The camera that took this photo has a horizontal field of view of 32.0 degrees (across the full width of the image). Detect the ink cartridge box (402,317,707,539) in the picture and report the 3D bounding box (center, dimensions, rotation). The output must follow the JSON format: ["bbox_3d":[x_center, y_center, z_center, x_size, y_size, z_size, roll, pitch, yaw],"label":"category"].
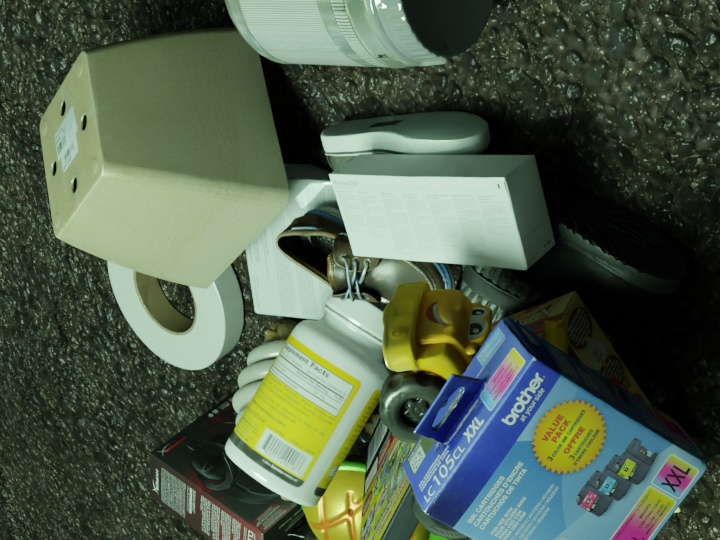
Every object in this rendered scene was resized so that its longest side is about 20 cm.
[{"bbox_3d":[0.124,0.130,0.888,0.199,0.076,0.137,31,101,-19],"label":"ink cartridge box"}]

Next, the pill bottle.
[{"bbox_3d":[-0.039,0.120,1.239,0.111,0.111,0.202,31,89,24],"label":"pill bottle"}]

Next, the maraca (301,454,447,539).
[{"bbox_3d":[0.028,0.271,1.370,0.198,0.108,0.138,23,133,0],"label":"maraca"}]

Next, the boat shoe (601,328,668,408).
[{"bbox_3d":[0.197,0.141,1.156,0.091,0.071,0.201,41,139,8],"label":"boat shoe"}]

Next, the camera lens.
[{"bbox_3d":[-0.006,-0.251,1.040,0.198,0.159,0.162,9,120,39],"label":"camera lens"}]

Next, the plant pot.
[{"bbox_3d":[-0.207,-0.114,1.240,0.200,0.175,0.203,-40,56,47],"label":"plant pot"}]

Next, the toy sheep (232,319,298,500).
[{"bbox_3d":[-0.077,0.149,1.360,0.137,0.136,0.203,-30,59,47],"label":"toy sheep"}]

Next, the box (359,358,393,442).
[{"bbox_3d":[0.065,0.119,1.279,0.199,0.049,0.083,-16,102,46],"label":"box"}]

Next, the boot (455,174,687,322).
[{"bbox_3d":[0.176,0.015,1.094,0.210,0.079,0.160,30,129,32],"label":"boot"}]

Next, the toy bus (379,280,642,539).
[{"bbox_3d":[0.122,0.102,0.977,0.189,0.136,0.202,-13,115,18],"label":"toy bus"}]

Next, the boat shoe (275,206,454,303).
[{"bbox_3d":[0.000,0.000,1.182,0.199,0.072,0.073,21,123,41],"label":"boat shoe"}]

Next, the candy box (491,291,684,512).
[{"bbox_3d":[0.184,0.126,1.074,0.115,0.055,0.201,-24,107,41],"label":"candy box"}]

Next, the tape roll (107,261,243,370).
[{"bbox_3d":[-0.222,0.021,1.493,0.201,0.037,0.205,22,127,32],"label":"tape roll"}]

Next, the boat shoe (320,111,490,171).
[{"bbox_3d":[0.045,-0.106,1.154,0.199,0.070,0.065,6,118,49],"label":"boat shoe"}]

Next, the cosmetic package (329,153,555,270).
[{"bbox_3d":[0.067,-0.054,1.069,0.198,0.050,0.084,6,123,44],"label":"cosmetic package"}]

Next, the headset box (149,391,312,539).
[{"bbox_3d":[-0.125,0.250,1.459,0.199,0.148,0.078,28,132,28],"label":"headset box"}]

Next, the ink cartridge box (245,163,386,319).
[{"bbox_3d":[-0.026,-0.025,1.295,0.197,0.057,0.165,3,118,18],"label":"ink cartridge box"}]

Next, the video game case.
[{"bbox_3d":[0.038,0.180,1.185,0.025,0.182,0.201,15,133,-8],"label":"video game case"}]
